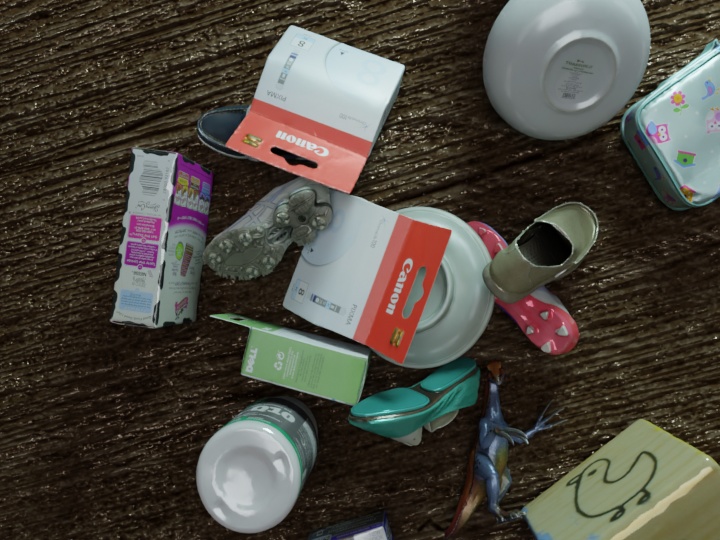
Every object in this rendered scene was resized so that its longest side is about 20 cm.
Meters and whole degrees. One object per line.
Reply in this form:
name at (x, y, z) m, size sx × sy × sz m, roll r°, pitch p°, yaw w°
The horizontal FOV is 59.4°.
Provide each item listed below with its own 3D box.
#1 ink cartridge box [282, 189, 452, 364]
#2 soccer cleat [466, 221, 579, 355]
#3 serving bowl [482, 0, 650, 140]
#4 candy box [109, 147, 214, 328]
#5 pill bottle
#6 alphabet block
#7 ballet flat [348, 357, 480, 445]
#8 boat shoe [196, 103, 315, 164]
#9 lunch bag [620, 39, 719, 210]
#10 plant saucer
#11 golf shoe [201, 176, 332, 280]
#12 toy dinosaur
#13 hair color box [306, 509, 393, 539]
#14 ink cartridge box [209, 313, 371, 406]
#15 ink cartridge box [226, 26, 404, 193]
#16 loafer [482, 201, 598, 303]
ink cartridge box at (0.000, 0.000, 0.751) m, size 0.199 × 0.047 × 0.163 m, roll 22°, pitch 90°, yaw 49°
soccer cleat at (0.196, 0.021, 0.795) m, size 0.067 × 0.076 × 0.201 m, roll -47°, pitch 68°, yaw 22°
serving bowl at (0.245, -0.238, 0.735) m, size 0.196 × 0.066 × 0.203 m, roll -1°, pitch 127°, yaw -2°
candy box at (-0.241, -0.036, 0.783) m, size 0.060 × 0.136 × 0.204 m, roll 6°, pitch 89°, yaw 5°
pill bottle at (-0.109, 0.213, 0.736) m, size 0.111 × 0.200 × 0.116 m, roll 0°, pitch 89°, yaw 3°
alphabet block at (0.330, 0.321, 0.710) m, size 0.199 × 0.195 × 0.198 m, roll -37°, pitch 89°, yaw 2°
ballet flat at (0.073, 0.168, 0.754) m, size 0.198 × 0.067 × 0.072 m, roll -17°, pitch 107°, yaw -35°
boat shoe at (-0.122, -0.175, 0.814) m, size 0.196 × 0.062 × 0.076 m, roll 14°, pitch 92°, yaw 5°
lunch bag at (0.432, -0.184, 0.769) m, size 0.198 × 0.077 × 0.162 m, roll -33°, pitch 86°, yaw 3°
plant saucer at (0.066, 0.020, 0.779) m, size 0.196 × 0.050 × 0.205 m, roll -1°, pitch 88°, yaw 19°
golf shoe at (-0.116, -0.059, 0.815) m, size 0.198 × 0.098 × 0.079 m, roll -25°, pitch 124°, yaw 22°
toy dinosaur at (0.155, 0.213, 0.779) m, size 0.197 × 0.105 × 0.184 m, roll -24°, pitch 64°, yaw 19°
hair color box at (0.008, 0.423, 0.794) m, size 0.107 × 0.065 × 0.204 m, roll -17°, pitch 86°, yaw 4°
ink cartridge box at (-0.088, 0.107, 0.785) m, size 0.196 × 0.104 × 0.060 m, roll 14°, pitch 90°, yaw 4°
ink cartridge box at (-0.050, -0.200, 0.758) m, size 0.157 × 0.048 × 0.202 m, roll 21°, pitch 53°, yaw 3°
loafer at (0.227, -0.029, 0.744) m, size 0.199 × 0.068 × 0.076 m, roll -34°, pitch 78°, yaw -33°
